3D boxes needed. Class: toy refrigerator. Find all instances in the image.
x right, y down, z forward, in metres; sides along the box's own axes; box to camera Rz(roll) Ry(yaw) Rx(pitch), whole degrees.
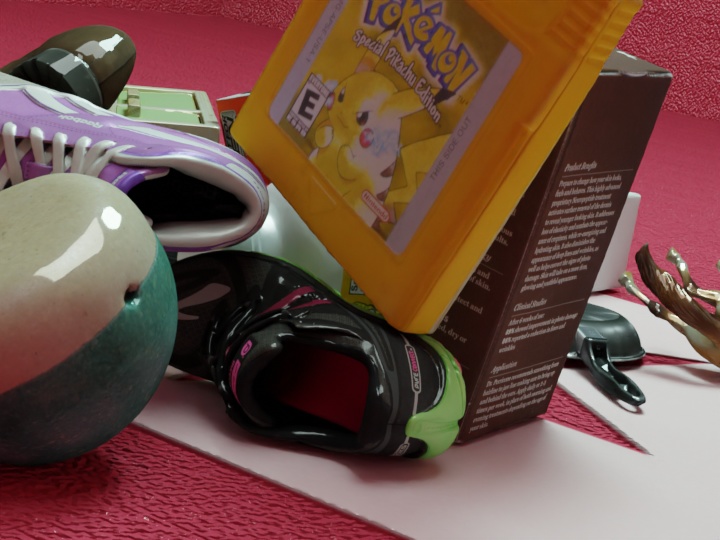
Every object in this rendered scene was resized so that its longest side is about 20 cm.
[{"bbox_3d":[-0.140,-0.087,1.142,0.075,0.070,0.200,4,12,-8],"label":"toy refrigerator"}]

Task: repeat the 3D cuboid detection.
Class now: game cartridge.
[{"bbox_3d":[0.029,-0.100,0.807,0.032,0.201,0.176,7,32,-44],"label":"game cartridge"}]

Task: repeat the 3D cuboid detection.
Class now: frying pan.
[{"bbox_3d":[0.123,0.043,1.046,0.114,0.031,0.190,9,9,8],"label":"frying pan"}]

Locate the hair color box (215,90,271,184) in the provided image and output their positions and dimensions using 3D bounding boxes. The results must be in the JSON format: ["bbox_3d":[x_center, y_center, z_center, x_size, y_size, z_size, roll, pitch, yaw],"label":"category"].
[{"bbox_3d":[0.006,-0.093,1.017,0.101,0.062,0.200,-18,9,-34],"label":"hair color box"}]

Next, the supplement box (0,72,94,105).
[{"bbox_3d":[-0.236,-0.053,0.971,0.073,0.127,0.200,-7,20,-40],"label":"supplement box"}]

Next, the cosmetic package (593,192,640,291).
[{"bbox_3d":[0.109,-0.029,1.247,0.113,0.082,0.199,19,14,39],"label":"cosmetic package"}]

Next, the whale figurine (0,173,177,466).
[{"bbox_3d":[-0.168,0.031,0.734,0.199,0.104,0.159,-9,33,33],"label":"whale figurine"}]

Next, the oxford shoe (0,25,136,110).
[{"bbox_3d":[-0.204,-0.104,1.058,0.199,0.073,0.084,-11,27,47],"label":"oxford shoe"}]

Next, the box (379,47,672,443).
[{"bbox_3d":[0.078,-0.021,0.857,0.075,0.201,0.100,30,20,28],"label":"box"}]

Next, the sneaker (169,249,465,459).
[{"bbox_3d":[-0.043,0.037,0.815,0.199,0.077,0.084,16,9,35],"label":"sneaker"}]

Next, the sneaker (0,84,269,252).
[{"bbox_3d":[-0.142,-0.051,0.817,0.199,0.073,0.114,7,6,-5],"label":"sneaker"}]

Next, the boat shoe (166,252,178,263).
[{"bbox_3d":[-0.073,-0.011,1.040,0.073,0.068,0.199,19,15,42],"label":"boat shoe"}]

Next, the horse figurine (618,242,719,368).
[{"bbox_3d":[0.256,0.033,1.100,0.199,0.050,0.133,10,25,-41],"label":"horse figurine"}]

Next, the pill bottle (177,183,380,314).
[{"bbox_3d":[0.000,0.000,0.958,0.199,0.105,0.104,3,13,-26],"label":"pill bottle"}]
